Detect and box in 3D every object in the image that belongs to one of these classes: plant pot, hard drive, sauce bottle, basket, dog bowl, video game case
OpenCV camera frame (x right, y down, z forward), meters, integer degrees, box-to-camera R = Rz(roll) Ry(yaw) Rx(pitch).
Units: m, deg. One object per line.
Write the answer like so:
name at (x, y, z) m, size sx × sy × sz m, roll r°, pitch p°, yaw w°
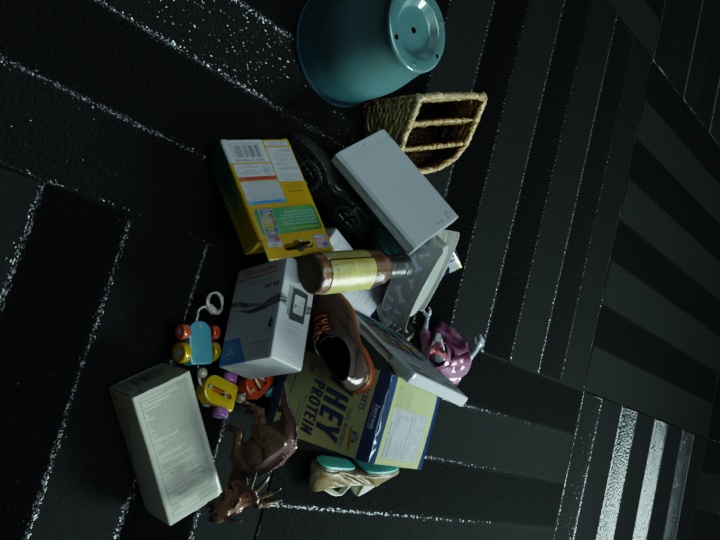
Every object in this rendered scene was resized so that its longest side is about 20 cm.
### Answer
plant pot at (0.027, -0.380, 1.136) m, size 0.200 × 0.188 × 0.200 m, roll -6°, pitch 98°, yaw -43°
hard drive at (0.059, -0.135, 1.147) m, size 0.200 × 0.026 × 0.132 m, roll 50°, pitch 50°, yaw 5°
sauce bottle at (0.000, 0.000, 1.057) m, size 0.200 × 0.066 × 0.066 m, roll -3°, pitch 95°, yaw -42°
basket at (0.124, -0.249, 1.268) m, size 0.200 × 0.149 × 0.143 m, roll -13°, pitch 103°, yaw -43°
dog bowl at (0.104, 0.009, 1.219) m, size 0.200 × 0.059 × 0.200 m, roll -58°, pitch 167°, yaw -22°
video game case at (0.073, 0.143, 1.144) m, size 0.023 × 0.182 × 0.200 m, roll -51°, pitch 142°, yaw 5°

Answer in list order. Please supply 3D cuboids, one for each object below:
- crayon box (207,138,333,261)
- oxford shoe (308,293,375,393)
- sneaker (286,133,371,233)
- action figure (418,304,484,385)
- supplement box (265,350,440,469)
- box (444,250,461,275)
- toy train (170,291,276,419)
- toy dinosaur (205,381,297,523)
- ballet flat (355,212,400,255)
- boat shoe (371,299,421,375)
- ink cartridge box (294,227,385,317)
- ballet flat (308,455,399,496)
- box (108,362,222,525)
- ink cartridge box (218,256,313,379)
crayon box at (-0.136, -0.101, 1.041) m, size 0.126 × 0.052 × 0.200 m, roll -11°, pitch 71°, yaw -42°
oxford shoe at (-0.043, 0.086, 1.023) m, size 0.071 × 0.200 × 0.073 m, roll -37°, pitch 151°, yaw 11°
sneaker at (-0.053, -0.154, 1.164) m, size 0.200 × 0.076 × 0.091 m, roll 49°, pitch 37°, yaw -23°
action figure at (0.151, 0.158, 1.340) m, size 0.149 × 0.134 × 0.200 m, roll -60°, pitch 164°, yaw 8°
supplement box at (-0.008, 0.225, 1.120) m, size 0.200 × 0.200 × 0.134 m, roll 33°, pitch 71°, yaw -57°
box at (0.123, -0.078, 1.311) m, size 0.200 × 0.064 × 0.070 m, roll 56°, pitch 15°, yaw -37°
toy train at (-0.213, 0.139, 1.051) m, size 0.200 × 0.056 × 0.150 m, roll 61°, pitch 38°, yaw -22°
toy dinosaur at (-0.136, 0.264, 0.987) m, size 0.086 × 0.136 × 0.200 m, roll 32°, pitch 100°, yaw -35°
ballet flat at (0.023, -0.063, 1.218) m, size 0.068 × 0.068 × 0.200 m, roll 23°, pitch 34°, yaw -21°
boat shoe at (0.075, 0.121, 1.310) m, size 0.073 × 0.065 × 0.200 m, roll -44°, pitch 121°, yaw -30°
ink cartridge box at (-0.044, 0.042, 1.182) m, size 0.200 × 0.076 × 0.137 m, roll 49°, pitch 62°, yaw -33°
ballet flat at (-0.016, 0.377, 1.255) m, size 0.200 × 0.068 × 0.072 m, roll 12°, pitch 105°, yaw -43°
box at (-0.275, 0.244, 0.979) m, size 0.095 × 0.078 × 0.200 m, roll -22°, pitch 109°, yaw -41°
ink cartridge box at (-0.136, 0.054, 1.037) m, size 0.067 × 0.116 × 0.200 m, roll 32°, pitch 54°, yaw -41°
